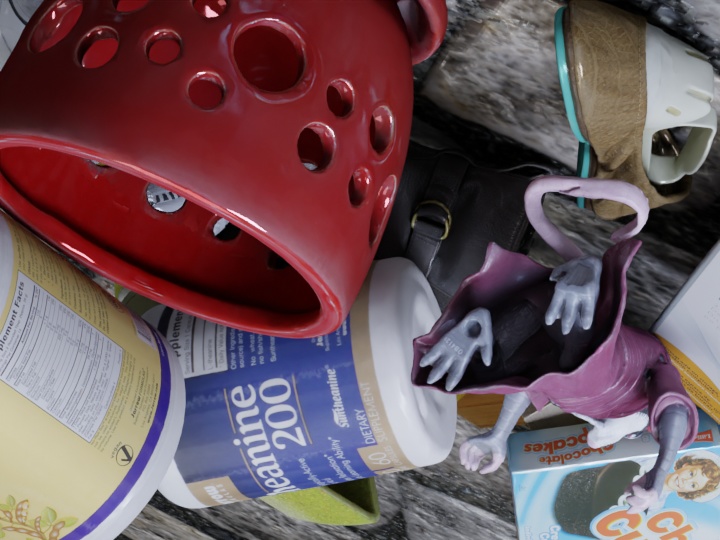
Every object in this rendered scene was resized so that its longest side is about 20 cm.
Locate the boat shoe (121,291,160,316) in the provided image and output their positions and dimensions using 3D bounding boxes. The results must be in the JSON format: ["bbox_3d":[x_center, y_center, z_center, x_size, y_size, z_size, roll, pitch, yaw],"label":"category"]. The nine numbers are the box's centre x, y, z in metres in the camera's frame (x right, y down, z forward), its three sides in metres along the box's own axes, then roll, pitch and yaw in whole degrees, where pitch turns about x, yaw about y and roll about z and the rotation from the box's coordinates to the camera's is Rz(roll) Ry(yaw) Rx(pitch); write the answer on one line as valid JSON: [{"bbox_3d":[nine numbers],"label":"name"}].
[{"bbox_3d":[-0.044,0.047,1.705,0.198,0.075,0.066,1,151,20],"label":"boat shoe"}]

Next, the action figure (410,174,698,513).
[{"bbox_3d":[0.108,0.040,1.515,0.133,0.150,0.200,12,174,31],"label":"action figure"}]

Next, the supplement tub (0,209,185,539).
[{"bbox_3d":[-0.197,0.045,1.459,0.145,0.146,0.200,5,154,44],"label":"supplement tub"}]

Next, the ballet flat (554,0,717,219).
[{"bbox_3d":[0.134,-0.076,1.425,0.072,0.068,0.200,0,157,8],"label":"ballet flat"}]

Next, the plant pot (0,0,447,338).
[{"bbox_3d":[-0.065,-0.089,1.432,0.200,0.183,0.201,21,160,8],"label":"plant pot"}]

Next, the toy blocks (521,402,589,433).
[{"bbox_3d":[0.125,0.083,1.703,0.200,0.100,0.137,56,-175,-36],"label":"toy blocks"}]

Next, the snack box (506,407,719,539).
[{"bbox_3d":[0.147,0.167,1.649,0.116,0.037,0.201,-8,128,1],"label":"snack box"}]

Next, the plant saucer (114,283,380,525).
[{"bbox_3d":[-0.085,0.069,1.895,0.200,0.048,0.200,33,-156,-25],"label":"plant saucer"}]

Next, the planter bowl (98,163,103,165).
[{"bbox_3d":[-0.100,-0.049,1.738,0.200,0.084,0.201,21,161,7],"label":"planter bowl"}]

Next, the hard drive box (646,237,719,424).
[{"bbox_3d":[0.238,0.036,1.501,0.156,0.077,0.200,42,161,7],"label":"hard drive box"}]

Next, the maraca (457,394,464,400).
[{"bbox_3d":[0.021,0.023,1.758,0.137,0.107,0.200,18,142,-9],"label":"maraca"}]

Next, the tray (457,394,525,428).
[{"bbox_3d":[0.098,0.058,1.859,0.098,0.037,0.200,33,160,-24],"label":"tray"}]

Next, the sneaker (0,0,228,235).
[{"bbox_3d":[-0.141,-0.104,1.595,0.200,0.075,0.115,60,156,-15],"label":"sneaker"}]

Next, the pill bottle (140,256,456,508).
[{"bbox_3d":[-0.057,0.064,1.574,0.199,0.111,0.111,-12,149,16],"label":"pill bottle"}]

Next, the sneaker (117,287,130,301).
[{"bbox_3d":[-0.085,0.012,1.839,0.087,0.075,0.200,40,-162,12],"label":"sneaker"}]

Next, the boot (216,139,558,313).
[{"bbox_3d":[0.000,0.000,1.624,0.174,0.201,0.069,27,-160,6],"label":"boot"}]
